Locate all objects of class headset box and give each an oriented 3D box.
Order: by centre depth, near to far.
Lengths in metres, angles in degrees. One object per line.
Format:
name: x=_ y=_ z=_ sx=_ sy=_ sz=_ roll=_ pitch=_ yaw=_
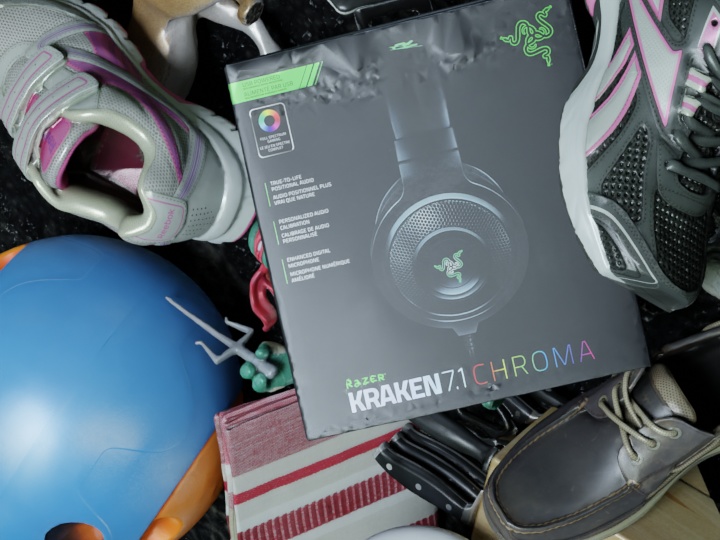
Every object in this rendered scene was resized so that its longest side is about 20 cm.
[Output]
headset box: x=0.039 y=-0.035 z=0.787 sx=0.172 sy=0.093 sz=0.202 roll=-12 pitch=90 yaw=6

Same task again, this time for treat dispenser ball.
treat dispenser ball: x=-0.169 y=0.080 z=0.943 sx=0.199 sy=0.201 sz=0.202 roll=11 pitch=121 yaw=19

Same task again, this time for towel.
towel: x=-0.015 y=0.144 z=0.958 sx=0.023 sy=0.143 sz=0.201 roll=43 pitch=144 yaw=47

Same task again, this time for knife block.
knife block: x=0.102 y=0.133 z=0.872 sx=0.174 sy=0.201 sz=0.064 roll=3 pitch=124 yaw=-11

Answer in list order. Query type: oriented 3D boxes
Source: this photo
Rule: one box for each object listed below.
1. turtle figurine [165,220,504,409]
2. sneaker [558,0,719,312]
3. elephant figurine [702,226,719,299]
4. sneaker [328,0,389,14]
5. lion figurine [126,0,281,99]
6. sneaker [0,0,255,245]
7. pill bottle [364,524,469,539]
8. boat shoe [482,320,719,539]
turtle figurine: x=0.000 y=0.000 z=0.884 sx=0.198 sy=0.101 sz=0.151 roll=18 pitch=99 yaw=13
sneaker: x=0.146 y=-0.085 z=0.711 sx=0.086 sy=0.080 sz=0.202 roll=-12 pitch=71 yaw=48
elephant figurine: x=0.247 y=-0.062 z=0.730 sx=0.154 sy=0.142 sz=0.201 roll=14 pitch=110 yaw=-17
sneaker: x=0.062 y=-0.177 z=0.772 sx=0.199 sy=0.080 sz=0.074 roll=-25 pitch=102 yaw=31
lion figurine: x=-0.116 y=-0.122 z=0.897 sx=0.122 sy=0.072 sz=0.201 roll=42 pitch=113 yaw=22
sneaker: x=-0.147 y=-0.082 z=0.827 sx=0.199 sy=0.088 sz=0.082 roll=33 pitch=114 yaw=18
pill bottle: x=0.046 y=0.218 z=0.925 sx=0.111 sy=0.113 sz=0.200 roll=15 pitch=166 yaw=16
boat shoe: x=0.149 y=0.073 z=0.812 sx=0.075 sy=0.199 sz=0.074 roll=53 pitch=165 yaw=29
